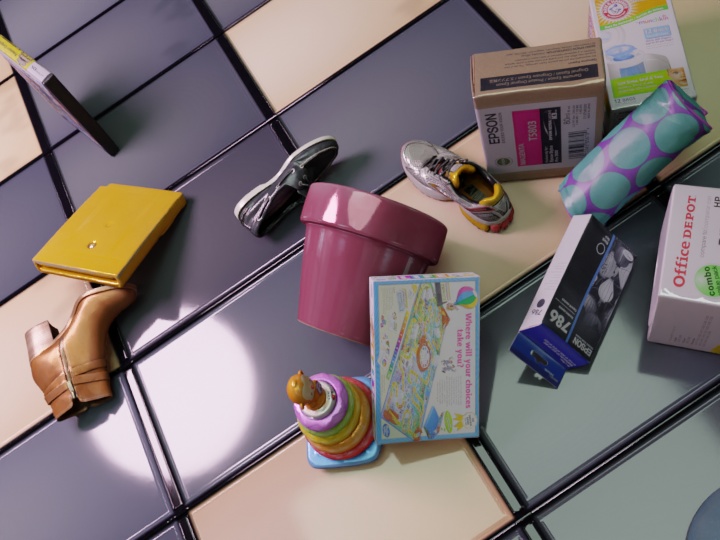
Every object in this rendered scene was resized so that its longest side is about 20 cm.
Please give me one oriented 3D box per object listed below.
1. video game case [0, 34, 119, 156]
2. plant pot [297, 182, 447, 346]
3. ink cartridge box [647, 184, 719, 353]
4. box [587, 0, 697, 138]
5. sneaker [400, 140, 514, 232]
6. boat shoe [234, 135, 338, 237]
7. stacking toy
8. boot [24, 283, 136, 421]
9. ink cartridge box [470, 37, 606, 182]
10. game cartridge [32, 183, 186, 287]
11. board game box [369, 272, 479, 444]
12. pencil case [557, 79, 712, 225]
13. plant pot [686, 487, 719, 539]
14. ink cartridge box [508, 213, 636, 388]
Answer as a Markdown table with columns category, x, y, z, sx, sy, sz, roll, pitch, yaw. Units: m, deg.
| category | x | y | z | sx | sy | sz | roll | pitch | yaw |
| --- | --- | --- | --- | --- | --- | --- | --- | --- | --- |
| video game case | -0.534 | -0.305 | 1.233 | 0.180 | 0.201 | 0.026 | 36 | 77 | 28 |
| plant pot | 0.000 | 0.000 | 0.943 | 0.197 | 0.200 | 0.182 | 17 | 88 | 23 |
| ink cartridge box | 0.448 | 0.009 | 0.809 | 0.197 | 0.146 | 0.149 | 9 | 69 | 21 |
| box | 0.389 | -0.286 | 0.988 | 0.110 | 0.102 | 0.204 | -7 | 64 | 13 |
| sneaker | 0.138 | -0.139 | 1.012 | 0.199 | 0.082 | 0.078 | 35 | 80 | 28 |
| boat shoe | -0.104 | -0.125 | 1.088 | 0.198 | 0.075 | 0.066 | -36 | 63 | 0 |
| stacking toy | -0.044 | 0.166 | 0.862 | 0.108 | 0.200 | 0.118 | -11 | 62 | 12 |
| boot | -0.410 | 0.124 | 1.080 | 0.198 | 0.074 | 0.156 | -32 | 68 | 0 |
| ink cartridge box | 0.241 | -0.207 | 0.942 | 0.162 | 0.200 | 0.076 | -4 | 64 | 16 |
| game cartridge | -0.406 | -0.064 | 1.145 | 0.173 | 0.033 | 0.201 | 9 | 47 | 21 |
| board game box | 0.079 | 0.107 | 0.862 | 0.132 | 0.034 | 0.204 | -2 | 98 | -7 |
| pencil case | 0.349 | -0.143 | 0.903 | 0.200 | 0.091 | 0.086 | -47 | 54 | 29 |
| plant pot | 0.436 | 0.295 | 0.690 | 0.196 | 0.135 | 0.204 | -7 | 64 | 15 |
| ink cartridge box | 0.270 | 0.040 | 0.882 | 0.202 | 0.099 | 0.039 | -61 | 24 | -13 |
